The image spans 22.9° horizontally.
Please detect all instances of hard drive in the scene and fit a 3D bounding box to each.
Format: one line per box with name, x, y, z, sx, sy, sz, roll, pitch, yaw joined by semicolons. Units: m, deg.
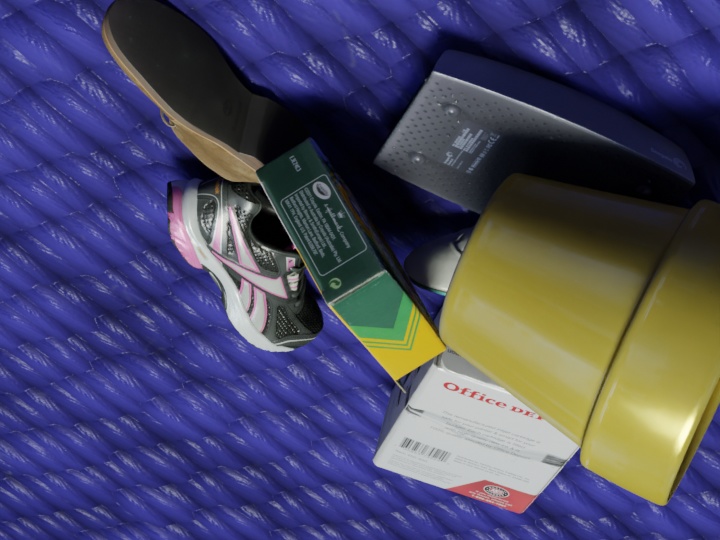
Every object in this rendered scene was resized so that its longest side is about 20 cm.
hard drive;0.122;-0.081;1.258;0.200;0.042;0.135;22;147;-9

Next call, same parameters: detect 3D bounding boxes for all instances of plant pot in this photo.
plant pot;0.163;0.028;1.205;0.189;0.201;0.201;25;149;13

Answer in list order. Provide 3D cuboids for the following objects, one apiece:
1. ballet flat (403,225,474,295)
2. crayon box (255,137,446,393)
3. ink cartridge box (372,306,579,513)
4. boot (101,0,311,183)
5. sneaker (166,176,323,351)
ballet flat;0.135;-0.008;1.352;0.200;0.070;0.069;11;146;3
crayon box;0.000;0.000;1.327;0.052;0.126;0.200;-31;153;3
ink cartridge box;0.110;0.113;1.510;0.146;0.083;0.200;19;147;-5
boot;-0.126;-0.121;1.287;0.075;0.074;0.200;-8;143;42
sneaker;-0.073;-0.005;1.428;0.086;0.080;0.200;-14;143;22
